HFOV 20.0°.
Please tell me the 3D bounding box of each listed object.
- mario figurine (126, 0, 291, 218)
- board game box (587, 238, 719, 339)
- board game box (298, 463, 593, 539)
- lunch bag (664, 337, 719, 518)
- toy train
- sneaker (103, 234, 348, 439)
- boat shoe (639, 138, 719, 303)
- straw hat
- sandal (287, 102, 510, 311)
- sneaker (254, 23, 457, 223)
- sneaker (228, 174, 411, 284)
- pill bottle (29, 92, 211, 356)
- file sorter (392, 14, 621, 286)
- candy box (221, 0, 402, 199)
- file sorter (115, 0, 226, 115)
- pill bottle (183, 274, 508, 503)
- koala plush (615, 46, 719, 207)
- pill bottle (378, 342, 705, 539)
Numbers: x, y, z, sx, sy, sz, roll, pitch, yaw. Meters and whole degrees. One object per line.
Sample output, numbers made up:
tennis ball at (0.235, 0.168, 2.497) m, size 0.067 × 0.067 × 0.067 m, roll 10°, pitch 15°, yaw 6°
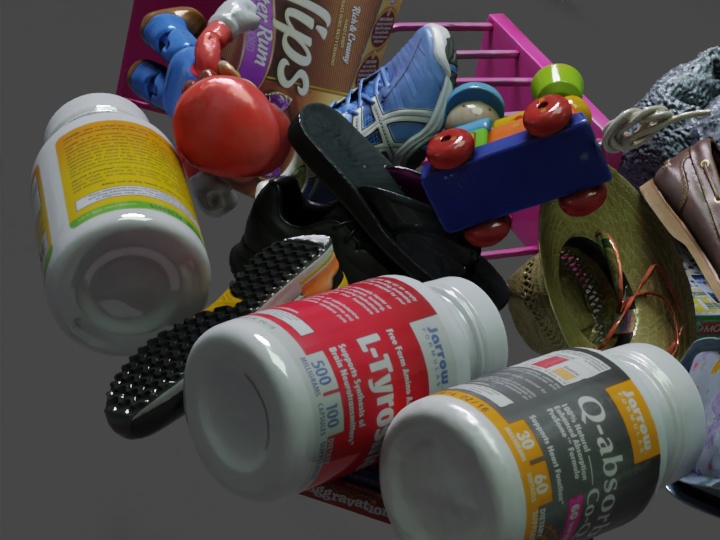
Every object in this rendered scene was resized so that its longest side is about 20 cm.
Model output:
mario figurine at (-0.100, -0.121, 1.504) m, size 0.105 × 0.124 × 0.200 m, roll -25°, pitch 34°, yaw -12°
board game box at (0.236, -0.009, 1.645) m, size 0.134 × 0.029 × 0.200 m, roll 0°, pitch 34°, yaw -27°
board game box at (0.056, 0.138, 1.324) m, size 0.198 × 0.020 × 0.103 m, roll 18°, pitch 29°, yaw 3°
lunch bag at (0.297, 0.118, 1.361) m, size 0.168 × 0.128 × 0.200 m, roll 17°, pitch -4°, yaw -8°
toy train at (0.142, -0.101, 1.394) m, size 0.199 × 0.085 × 0.116 m, roll -18°, pitch 33°, yaw 17°
sneaker at (-0.075, 0.063, 1.337) m, size 0.200 × 0.090 × 0.070 m, roll -41°, pitch 28°, yaw -30°
boat shoe at (0.279, -0.008, 1.477) m, size 0.201 × 0.070 × 0.070 m, roll 59°, pitch 16°, yaw 23°
straw hat at (0.156, 0.023, 1.485) m, size 0.085 × 0.202 × 0.201 m, roll -19°, pitch 8°, yaw 37°
sandal at (0.033, -0.047, 1.434) m, size 0.200 × 0.048 × 0.075 m, roll 44°, pitch 33°, yaw -1°
sneaker at (-0.001, -0.098, 1.499) m, size 0.077 × 0.201 × 0.076 m, roll 28°, pitch 17°, yaw -26°
sneaker at (0.000, 0.000, 1.457) m, size 0.199 × 0.091 × 0.076 m, roll 25°, pitch 29°, yaw 13°
pill bottle at (-0.171, -0.040, 1.419) m, size 0.110 × 0.112 × 0.200 m, roll 5°, pitch 31°, yaw -18°
file sorter at (0.089, -0.090, 1.589) m, size 0.124 × 0.140 × 0.200 m, roll -5°, pitch 36°, yaw -26°
candy box at (-0.051, -0.154, 1.574) m, size 0.116 × 0.201 × 0.056 m, roll 24°, pitch 15°, yaw 15°
file sorter at (-0.086, -0.203, 1.706) m, size 0.198 × 0.140 × 0.126 m, roll 14°, pitch 28°, yaw -3°
pill bottle at (-0.004, 0.066, 1.283) m, size 0.199 × 0.113 × 0.112 m, roll -17°, pitch 43°, yaw -41°
koala plush at (0.307, -0.065, 1.591) m, size 0.182 × 0.179 × 0.200 m, roll -6°, pitch 35°, yaw -14°
pill bottle at (0.116, 0.112, 1.261) m, size 0.199 × 0.117 × 0.116 m, roll -16°, pitch 42°, yaw -41°
